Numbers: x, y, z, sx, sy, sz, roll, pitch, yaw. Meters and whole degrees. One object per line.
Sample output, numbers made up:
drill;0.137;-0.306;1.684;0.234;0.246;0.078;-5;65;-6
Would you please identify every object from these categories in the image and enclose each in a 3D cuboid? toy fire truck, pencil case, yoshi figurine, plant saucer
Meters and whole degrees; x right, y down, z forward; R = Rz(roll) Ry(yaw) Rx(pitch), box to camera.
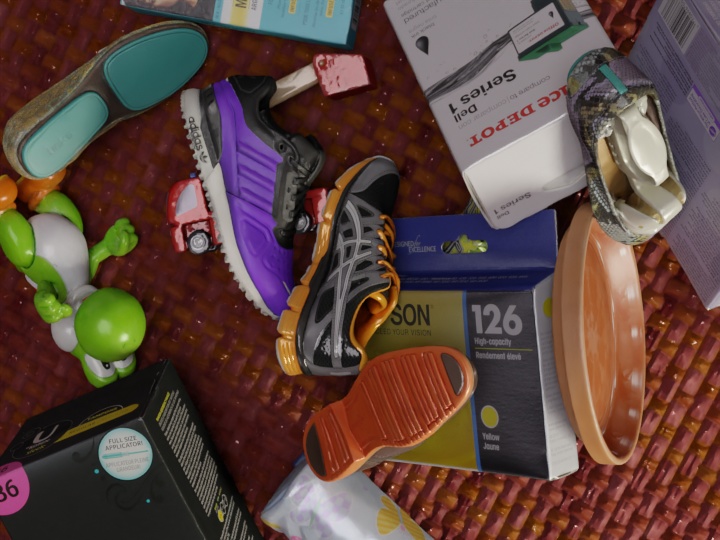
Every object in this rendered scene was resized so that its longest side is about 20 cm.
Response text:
toy fire truck;-0.077;-0.098;1.121;0.197;0.049;0.143;-11;92;9
pencil case;0.008;0.240;1.116;0.199;0.083;0.091;40;110;4
yoshi figurine;-0.241;0.002;1.124;0.111;0.112;0.202;-29;93;2
plant saucer;0.184;0.048;1.023;0.032;0.200;0.204;-5;94;25

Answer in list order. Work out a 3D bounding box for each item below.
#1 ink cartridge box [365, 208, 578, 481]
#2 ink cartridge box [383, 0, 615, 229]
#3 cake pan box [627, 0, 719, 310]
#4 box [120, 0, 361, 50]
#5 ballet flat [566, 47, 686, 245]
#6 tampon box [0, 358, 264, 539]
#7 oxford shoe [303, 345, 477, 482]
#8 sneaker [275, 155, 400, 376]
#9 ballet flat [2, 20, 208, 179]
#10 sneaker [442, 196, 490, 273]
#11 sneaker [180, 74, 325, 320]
ink cartridge box;0.079;0.058;1.060;0.196;0.047;0.203;-2;98;48
ink cartridge box;0.121;-0.154;1.023;0.145;0.084;0.202;-28;52;8
cake pan box;0.260;-0.100;0.983;0.052;0.185;0.202;-16;63;-20
box;-0.097;-0.245;1.113;0.197;0.049;0.084;11;95;7
ballet flat;0.196;-0.069;0.937;0.071;0.201;0.073;-13;50;17
tampon box;-0.189;0.207;1.096;0.148;0.126;0.202;-23;105;9
oxford shoe;0.033;0.106;1.033;0.199;0.072;0.072;-34;70;47
sneaker;0.000;0.000;1.076;0.076;0.078;0.202;10;68;23
ballet flat;-0.221;-0.154;1.121;0.199;0.071;0.071;-40;88;-15
sneaker;0.108;-0.034;1.087;0.074;0.076;0.203;19;97;4
sneaker;-0.071;-0.064;1.063;0.098;0.070;0.203;-18;92;6
